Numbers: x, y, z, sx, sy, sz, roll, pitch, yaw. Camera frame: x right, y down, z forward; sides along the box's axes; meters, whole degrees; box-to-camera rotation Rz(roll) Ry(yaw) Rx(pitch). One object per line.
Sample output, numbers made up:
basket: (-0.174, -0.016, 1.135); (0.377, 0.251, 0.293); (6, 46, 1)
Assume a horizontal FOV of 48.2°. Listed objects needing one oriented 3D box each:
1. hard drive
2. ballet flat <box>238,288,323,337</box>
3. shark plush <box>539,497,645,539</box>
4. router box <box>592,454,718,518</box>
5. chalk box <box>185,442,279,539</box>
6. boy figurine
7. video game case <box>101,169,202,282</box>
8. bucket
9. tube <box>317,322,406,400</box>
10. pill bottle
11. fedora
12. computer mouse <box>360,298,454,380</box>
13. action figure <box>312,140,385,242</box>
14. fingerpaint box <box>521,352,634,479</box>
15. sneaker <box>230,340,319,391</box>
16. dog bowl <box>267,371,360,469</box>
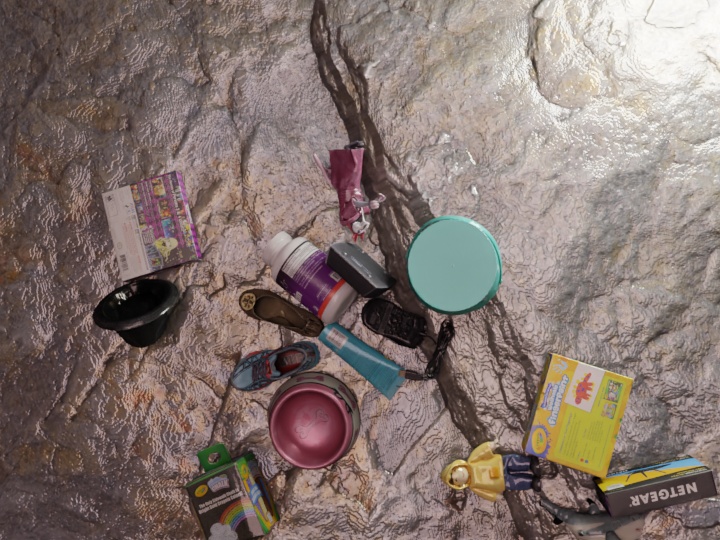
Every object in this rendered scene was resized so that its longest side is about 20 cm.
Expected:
hard drive: (0.000, 0.000, 1.601); (0.135, 0.200, 0.042); (42, 101, 8)
ballet flat: (-0.170, 0.090, 1.691); (0.198, 0.046, 0.068); (23, 93, 13)
shark plush: (0.457, 0.497, 1.602); (0.197, 0.091, 0.084); (10, 68, 28)
router box: (0.555, 0.410, 1.532); (0.197, 0.149, 0.052); (-15, 86, 6)
chalk box: (-0.269, 0.455, 1.652); (0.123, 0.124, 0.203); (-23, 83, 6)
boy figurine: (0.259, 0.402, 1.615); (0.196, 0.064, 0.127); (0, 90, 4)
video game case: (-0.453, -0.095, 1.746); (0.179, 0.036, 0.203); (-16, 85, 6)
bucket: (0.185, -0.008, 1.608); (0.204, 0.135, 0.211); (0, 87, 7)
tube: (0.004, 0.181, 1.668); (0.199, 0.050, 0.078); (37, 117, 6)
pill bottle: (-0.105, 0.010, 1.653); (0.199, 0.112, 0.113); (38, 92, 13)
fedora: (-0.459, 0.098, 1.684); (0.197, 0.201, 0.093); (-9, 118, 7)
computer mouse: (0.086, 0.147, 1.656); (0.197, 0.046, 0.142); (17, 77, -2)
action figure: (-0.027, -0.156, 1.645); (0.146, 0.134, 0.204); (-5, 84, 8)
fingerpaint box: (0.427, 0.283, 1.593); (0.164, 0.073, 0.203); (16, 89, 7)
sneaker: (-0.186, 0.194, 1.666); (0.197, 0.096, 0.080); (-23, 84, 6)
dog bowl: (-0.100, 0.315, 1.649); (0.197, 0.074, 0.204); (0, 94, 4)
